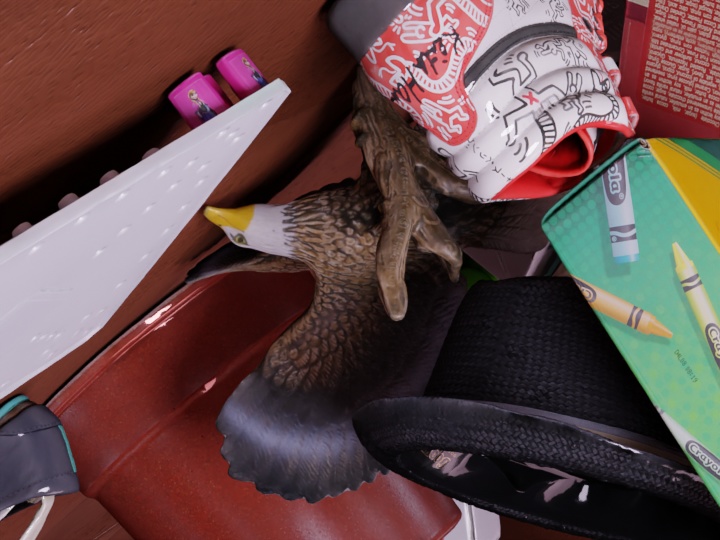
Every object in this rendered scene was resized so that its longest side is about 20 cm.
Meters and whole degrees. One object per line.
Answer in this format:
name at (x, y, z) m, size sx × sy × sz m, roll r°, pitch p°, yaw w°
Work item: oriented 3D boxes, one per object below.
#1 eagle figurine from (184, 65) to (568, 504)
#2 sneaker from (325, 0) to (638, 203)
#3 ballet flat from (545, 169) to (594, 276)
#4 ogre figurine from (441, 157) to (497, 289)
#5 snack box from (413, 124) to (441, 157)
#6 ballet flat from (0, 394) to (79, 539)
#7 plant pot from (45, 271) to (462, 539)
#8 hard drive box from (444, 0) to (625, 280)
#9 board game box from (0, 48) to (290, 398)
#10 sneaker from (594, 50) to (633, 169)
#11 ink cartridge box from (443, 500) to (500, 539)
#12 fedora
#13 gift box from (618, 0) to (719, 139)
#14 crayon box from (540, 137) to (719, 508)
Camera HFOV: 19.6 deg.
eagle figurine at (-0.007, -0.003, 0.987) m, size 0.152 × 0.151 × 0.200 m, roll -48°, pitch 169°, yaw -34°
sneaker at (0.072, -0.091, 0.837) m, size 0.067 × 0.108 × 0.201 m, roll -42°, pitch 175°, yaw 34°
ballet flat at (0.153, -0.029, 1.137) m, size 0.067 × 0.062 × 0.201 m, roll -32°, pitch 153°, yaw -40°
ogre figurine at (0.069, -0.030, 1.296) m, size 0.098 × 0.120 × 0.200 m, roll -44°, pitch 172°, yaw 36°
snack box at (0.110, -0.131, 1.241) m, size 0.200 × 0.024 × 0.072 m, roll -36°, pitch 170°, yaw -36°
ballet flat at (-0.219, 0.147, 1.052) m, size 0.200 × 0.073 × 0.073 m, roll -40°, pitch 175°, yaw 11°
plant pot at (-0.057, 0.112, 1.199) m, size 0.200 × 0.196 × 0.201 m, roll -39°, pitch 175°, yaw -4°
hard drive box at (0.144, -0.100, 1.198) m, size 0.200 × 0.077 × 0.156 m, roll -33°, pitch 154°, yaw -42°
board game box at (-0.135, 0.016, 0.734) m, size 0.200 × 0.026 × 0.200 m, roll -35°, pitch 173°, yaw -39°
sneaker at (0.200, -0.040, 1.042) m, size 0.073 × 0.200 × 0.112 m, roll -58°, pitch -149°, yaw 0°
ink cartridge box at (-0.018, 0.116, 1.331) m, size 0.199 × 0.145 × 0.085 m, roll -5°, pitch -174°, yaw 18°
fedora at (0.098, 0.057, 0.900) m, size 0.201 × 0.199 × 0.092 m, roll 122°, pitch -18°, yaw -75°
gift box at (0.243, -0.149, 0.955) m, size 0.186 × 0.184 × 0.201 m, roll -31°, pitch 139°, yaw -47°
crayon box at (0.166, 0.044, 0.817) m, size 0.058 × 0.201 × 0.119 m, roll -39°, pitch 162°, yaw 27°
